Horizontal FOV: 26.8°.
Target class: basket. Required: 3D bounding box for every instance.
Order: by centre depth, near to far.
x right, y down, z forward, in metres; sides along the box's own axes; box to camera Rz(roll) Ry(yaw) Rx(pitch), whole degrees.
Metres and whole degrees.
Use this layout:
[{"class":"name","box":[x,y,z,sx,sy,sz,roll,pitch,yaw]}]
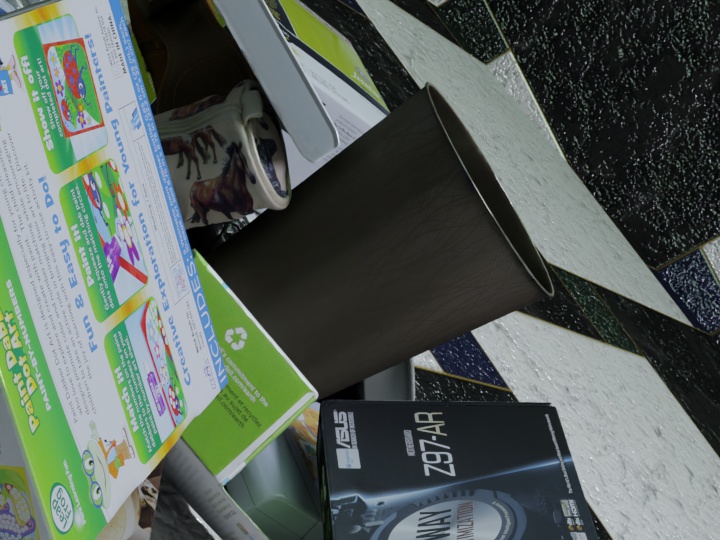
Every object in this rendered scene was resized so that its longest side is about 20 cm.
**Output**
[{"class":"basket","box":[0.000,0.000,0.960,0.180,0.199,0.137,44,19,-52]}]

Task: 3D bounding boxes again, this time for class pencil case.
[{"class":"pencil case","box":[-0.136,-0.060,0.920,0.089,0.197,0.079,47,36,-58]}]

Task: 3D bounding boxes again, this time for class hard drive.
[{"class":"hard drive","box":[-0.056,-0.135,0.944,0.133,0.026,0.200,60,1,-8]}]

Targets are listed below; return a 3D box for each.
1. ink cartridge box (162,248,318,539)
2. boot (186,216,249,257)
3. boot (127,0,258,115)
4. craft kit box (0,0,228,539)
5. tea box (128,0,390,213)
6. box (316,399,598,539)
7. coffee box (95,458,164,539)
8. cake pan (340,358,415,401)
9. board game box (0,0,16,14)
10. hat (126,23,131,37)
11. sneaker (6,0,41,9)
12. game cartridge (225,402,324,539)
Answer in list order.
[{"class":"ink cartridge box","box":[-0.060,0.102,0.841,0.200,0.076,0.148,48,-18,1]},{"class":"boot","box":[-0.104,-0.007,1.078,0.158,0.079,0.211,51,17,10]},{"class":"boot","box":[-0.121,-0.126,1.074,0.155,0.076,0.202,119,-53,-78]},{"class":"craft kit box","box":[-0.128,-0.005,0.626,0.198,0.048,0.203,-56,133,-70]},{"class":"tea box","box":[-0.085,-0.161,1.370,0.199,0.133,0.198,33,23,-41]},{"class":"box","box":[0.057,0.153,0.910,0.158,0.044,0.201,2,30,-6]},{"class":"coffee box","box":[-0.158,0.116,0.672,0.113,0.080,0.201,42,18,-19]},{"class":"cake pan","box":[0.000,0.028,1.140,0.200,0.036,0.203,171,-90,-80]},{"class":"board game box","box":[-0.265,-0.084,0.733,0.062,0.199,0.200,50,3,10]},{"class":"hat","box":[-0.158,-0.155,0.969,0.199,0.174,0.168,34,52,-43]},{"class":"sneaker","box":[-0.249,-0.146,0.898,0.116,0.199,0.076,46,-30,32]},{"class":"game cartridge","box":[-0.021,0.145,1.022,0.199,0.042,0.134,29,21,-46]}]
